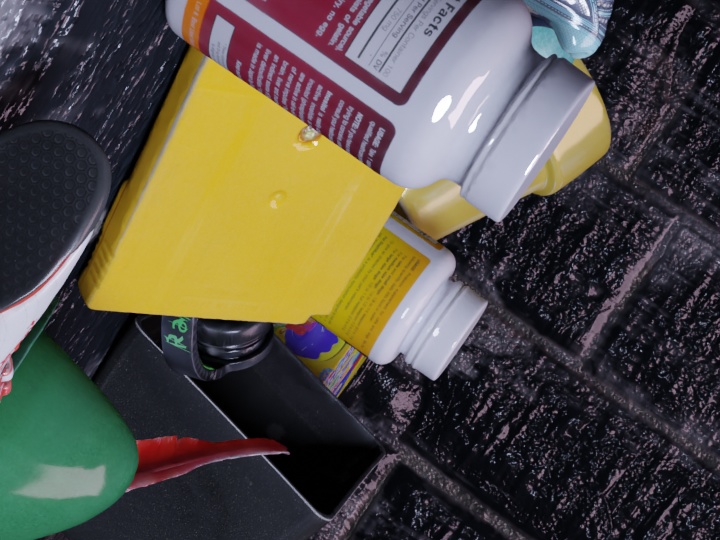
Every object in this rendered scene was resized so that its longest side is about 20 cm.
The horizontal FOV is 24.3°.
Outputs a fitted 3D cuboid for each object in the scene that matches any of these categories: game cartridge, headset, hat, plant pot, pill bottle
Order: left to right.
[{"bbox_3d":[-0.139,0.125,0.892,0.200,0.176,0.166,-56,-170,-17],"label":"hat"},{"bbox_3d":[-0.127,0.149,1.287,0.177,0.200,0.200,-45,177,17],"label":"plant pot"},{"bbox_3d":[-0.101,0.005,1.197,0.200,0.093,0.124,-21,123,-69],"label":"headset"},{"bbox_3d":[-0.055,-0.052,0.995,0.176,0.033,0.200,6,130,-36],"label":"game cartridge"},{"bbox_3d":[0.000,0.000,1.345,0.109,0.200,0.109,-54,173,-9],"label":"pill bottle"},{"bbox_3d":[0.011,-0.114,0.834,0.113,0.200,0.113,-54,174,-8],"label":"pill bottle"},{"bbox_3d":[0.081,-0.125,1.441,0.189,0.201,0.201,-38,170,-11],"label":"plant pot"}]

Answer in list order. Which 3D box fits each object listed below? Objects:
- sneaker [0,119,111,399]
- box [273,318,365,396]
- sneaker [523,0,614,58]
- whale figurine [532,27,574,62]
[{"bbox_3d":[-0.175,0.019,0.745,0.202,0.067,0.108,-52,175,3],"label":"sneaker"},{"bbox_3d":[-0.064,0.063,1.561,0.200,0.122,0.193,-53,172,-22],"label":"box"},{"bbox_3d":[0.041,-0.154,0.899,0.078,0.199,0.087,-10,106,-69],"label":"sneaker"},{"bbox_3d":[0.127,-0.185,1.148,0.200,0.104,0.159,-36,141,-1],"label":"whale figurine"}]
